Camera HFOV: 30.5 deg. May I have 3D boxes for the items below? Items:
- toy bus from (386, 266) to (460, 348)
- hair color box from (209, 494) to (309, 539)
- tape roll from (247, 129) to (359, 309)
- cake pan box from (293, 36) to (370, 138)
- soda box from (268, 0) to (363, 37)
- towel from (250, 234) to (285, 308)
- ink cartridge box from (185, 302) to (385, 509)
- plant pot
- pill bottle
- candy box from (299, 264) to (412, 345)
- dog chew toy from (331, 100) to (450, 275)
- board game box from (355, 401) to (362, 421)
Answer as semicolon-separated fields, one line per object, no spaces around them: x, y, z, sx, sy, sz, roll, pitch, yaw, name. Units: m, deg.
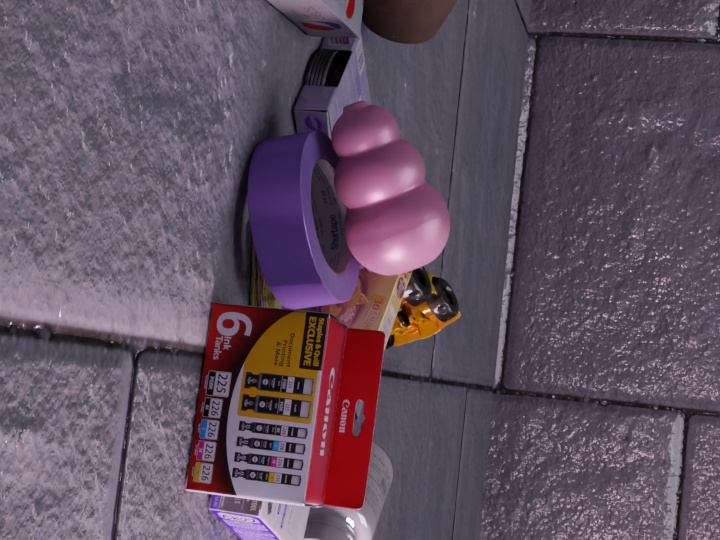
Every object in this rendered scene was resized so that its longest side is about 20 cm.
0.027;-0.006;1.786;0.200;0.136;0.192;30;38;-54;toy bus
-0.109;0.255;1.527;0.200;0.065;0.109;70;28;-63;hair color box
-0.062;-0.058;1.519;0.200;0.066;0.200;-9;90;-74;tape roll
-0.031;-0.190;1.723;0.200;0.052;0.184;81;17;-44;cake pan box
-0.052;-0.325;1.547;0.200;0.068;0.064;11;84;-76;soda box
-0.093;-0.010;1.586;0.200;0.023;0.144;-39;131;-71;towel
-0.076;0.144;1.388;0.084;0.175;0.200;41;54;-73;ink cartridge box
0.073;-0.418;1.836;0.200;0.200;0.175;-69;176;-49;plant pot
-0.032;0.321;1.754;0.200;0.114;0.114;-65;156;-55;pill bottle
0.000;0.000;1.636;0.055;0.115;0.200;69;38;-61;candy box
0.026;-0.098;1.524;0.125;0.124;0.200;-47;119;-68;dog chew toy
-0.013;0.078;1.902;0.200;0.041;0.200;80;21;-45;board game box
